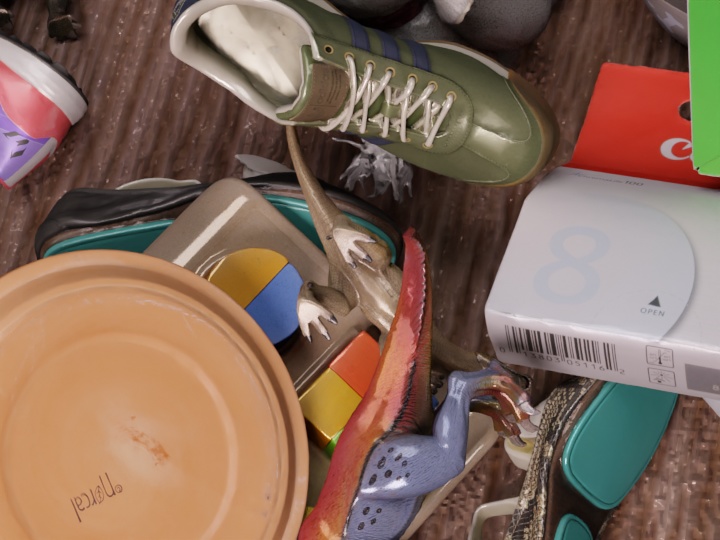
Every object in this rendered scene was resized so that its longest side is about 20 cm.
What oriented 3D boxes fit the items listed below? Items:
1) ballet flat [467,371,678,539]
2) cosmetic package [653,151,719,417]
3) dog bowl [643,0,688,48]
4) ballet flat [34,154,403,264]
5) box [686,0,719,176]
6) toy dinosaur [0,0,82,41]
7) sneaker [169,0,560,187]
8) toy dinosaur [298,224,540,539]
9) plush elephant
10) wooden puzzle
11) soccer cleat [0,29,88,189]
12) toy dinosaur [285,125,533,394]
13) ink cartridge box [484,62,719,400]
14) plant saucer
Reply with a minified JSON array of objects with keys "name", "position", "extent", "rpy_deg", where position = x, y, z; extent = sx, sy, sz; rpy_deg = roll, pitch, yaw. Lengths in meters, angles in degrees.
[{"name":"ballet flat","position":[0.091,0.114,1.205],"extent":[0.075,0.068,0.200],"rpy_deg":[1,57,39]},{"name":"cosmetic package","position":[0.236,-0.016,1.258],"extent":[0.200,0.052,0.151],"rpy_deg":[-33,54,-9]},{"name":"dog bowl","position":[0.236,-0.194,1.365],"extent":[0.200,0.059,0.200],"rpy_deg":[-6,57,10]},{"name":"ballet flat","position":[-0.076,-0.029,1.327],"extent":[0.200,0.068,0.068],"rpy_deg":[-1,40,6]},{"name":"box","position":[0.218,-0.169,1.185],"extent":[0.097,0.200,0.177],"rpy_deg":[10,51,18]},{"name":"toy dinosaur","position":[-0.204,-0.193,1.469],"extent":[0.200,0.077,0.102],"rpy_deg":[-8,45,14]},{"name":"sneaker","position":[-0.006,-0.088,1.212],"extent":[0.200,0.067,0.090],"rpy_deg":[28,26,10]},{"name":"toy dinosaur","position":[-0.004,0.112,1.168],"extent":[0.181,0.105,0.200],"rpy_deg":[-33,94,-11]},{"name":"plush elephant","position":[0.013,-0.156,1.310],"extent":[0.164,0.155,0.200],"rpy_deg":[-1,41,14]},{"name":"wooden puzzle","position":[-0.057,0.073,1.234],"extent":[0.200,0.046,0.185],"rpy_deg":[42,74,7]},{"name":"soccer cleat","position":[-0.250,-0.116,1.425],"extent":[0.200,0.068,0.073],"rpy_deg":[28,76,25]},{"name":"toy dinosaur","position":[0.000,0.000,1.236],"extent":[0.058,0.101,0.200],"rpy_deg":[-40,87,16]},{"name":"ink cartridge box","position":[0.166,-0.032,1.220],"extent":[0.160,0.047,0.200],"rpy_deg":[9,56,19]},{"name":"plant saucer","position":[-0.116,0.088,1.159],"extent":[0.200,0.032,0.201],"rpy_deg":[4,80,-22]}]
